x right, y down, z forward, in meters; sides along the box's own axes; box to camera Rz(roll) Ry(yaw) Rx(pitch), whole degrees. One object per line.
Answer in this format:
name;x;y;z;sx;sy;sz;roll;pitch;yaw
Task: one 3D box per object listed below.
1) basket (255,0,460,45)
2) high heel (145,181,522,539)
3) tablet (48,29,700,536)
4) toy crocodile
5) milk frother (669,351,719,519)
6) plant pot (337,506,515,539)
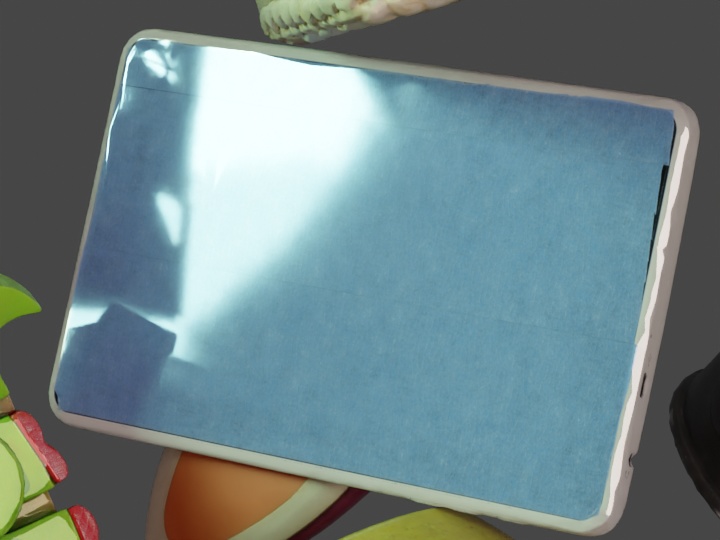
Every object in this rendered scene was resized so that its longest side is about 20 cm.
basket;0.050;-0.168;0.884;0.198;0.200;0.161;-16;94;-9
high heel;0.018;0.033;0.956;0.200;0.096;0.067;-44;64;13
tablet;0.000;0.000;0.909;0.199;0.014;0.131;10;85;28
toy crocodile;-0.098;0.099;0.920;0.062;0.068;0.201;-22;92;-10
milk frother;0.236;0.034;0.918;0.188;0.200;0.181;-53;53;27
plant pot;0.017;0.156;0.891;0.200;0.200;0.142;-25;74;-9
